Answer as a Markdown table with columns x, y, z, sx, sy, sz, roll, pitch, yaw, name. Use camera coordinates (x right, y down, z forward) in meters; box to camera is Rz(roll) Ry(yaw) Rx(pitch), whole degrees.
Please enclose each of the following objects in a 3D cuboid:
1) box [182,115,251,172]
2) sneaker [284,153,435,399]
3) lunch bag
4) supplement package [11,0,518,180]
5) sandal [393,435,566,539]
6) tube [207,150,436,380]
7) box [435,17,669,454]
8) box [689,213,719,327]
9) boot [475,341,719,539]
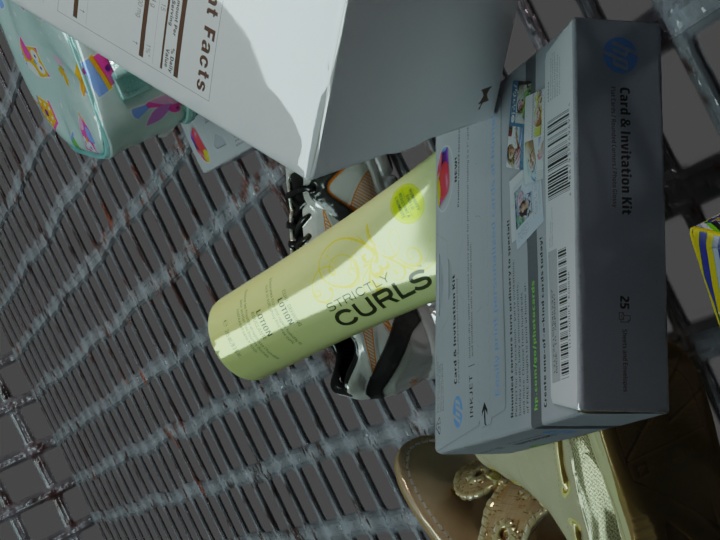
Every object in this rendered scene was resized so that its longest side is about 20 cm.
| x | y | z | sx | sy | sz | roll | pitch | yaw | name |
| --- | --- | --- | --- | --- | --- | --- | --- | --- | --- |
| -0.106 | -0.166 | 1.328 | 0.200 | 0.041 | 0.156 | 66 | 164 | -2 | box |
| -0.013 | -0.020 | 1.219 | 0.200 | 0.080 | 0.074 | 65 | 165 | 2 | sneaker |
| -0.165 | -0.163 | 1.281 | 0.160 | 0.077 | 0.200 | 14 | 127 | 67 | lunch bag |
| -0.042 | -0.143 | 0.912 | 0.200 | 0.121 | 0.120 | 32 | 124 | 31 | supplement package |
| 0.106 | 0.147 | 1.148 | 0.212 | 0.078 | 0.070 | 50 | 139 | 24 | sandal |
| 0.000 | 0.000 | 1.140 | 0.058 | 0.052 | 0.200 | 36 | 135 | -29 | tube |
| 0.076 | -0.006 | 0.923 | 0.200 | 0.041 | 0.156 | 147 | 125 | -72 | box |
| 0.186 | 0.066 | 0.763 | 0.070 | 0.064 | 0.200 | 23 | 135 | 65 | box |
| 0.115 | 0.116 | 1.028 | 0.155 | 0.073 | 0.200 | 18 | 127 | 66 | boot |
